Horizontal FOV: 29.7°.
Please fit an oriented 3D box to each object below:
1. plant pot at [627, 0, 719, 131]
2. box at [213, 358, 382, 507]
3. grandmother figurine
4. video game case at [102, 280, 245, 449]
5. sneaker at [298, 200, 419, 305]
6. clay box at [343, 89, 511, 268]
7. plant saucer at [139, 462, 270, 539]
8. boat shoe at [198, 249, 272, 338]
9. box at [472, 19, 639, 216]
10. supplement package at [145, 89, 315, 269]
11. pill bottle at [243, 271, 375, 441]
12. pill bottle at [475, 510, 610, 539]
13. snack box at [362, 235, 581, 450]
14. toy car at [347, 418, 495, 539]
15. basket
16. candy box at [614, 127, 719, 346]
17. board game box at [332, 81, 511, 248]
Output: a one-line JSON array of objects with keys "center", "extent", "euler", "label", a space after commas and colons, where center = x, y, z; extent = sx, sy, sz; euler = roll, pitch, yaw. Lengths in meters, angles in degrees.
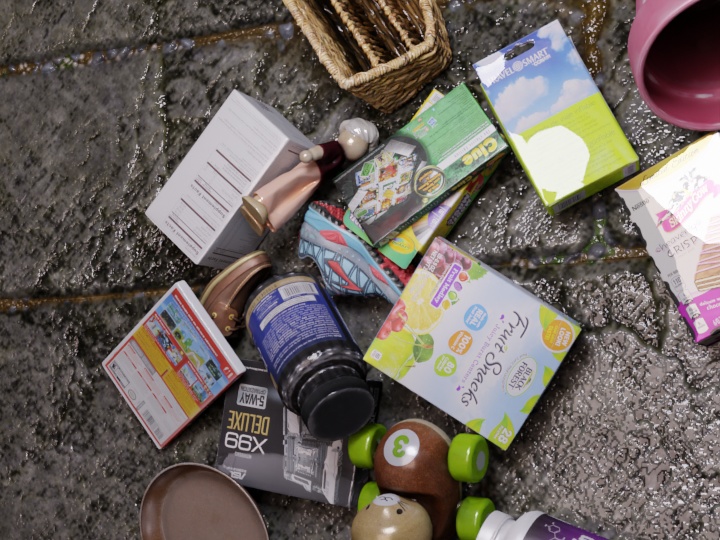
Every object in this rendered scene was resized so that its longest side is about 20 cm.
[{"center": [0.379, -0.284, 1.469], "extent": [0.199, 0.200, 0.180], "euler": [-24, 45, 21], "label": "plant pot"}, {"center": [-0.080, 0.201, 1.703], "extent": [0.199, 0.050, 0.159], "euler": [8, 87, 26], "label": "box"}, {"center": [-0.058, -0.122, 1.696], "extent": [0.200, 0.121, 0.061], "euler": [-38, 89, -16], "label": "grandmother figurine"}, {"center": [-0.245, 0.125, 1.759], "extent": [0.200, 0.017, 0.143], "euler": [-43, 78, 36], "label": "video game case"}, {"center": [0.000, 0.000, 1.692], "extent": [0.200, 0.079, 0.096], "euler": [41, 118, 29], "label": "sneaker"}, {"center": [0.079, -0.106, 1.658], "extent": [0.115, 0.048, 0.201], "euler": [37, 92, 25], "label": "clay box"}, {"center": [-0.192, 0.335, 1.722], "extent": [0.199, 0.032, 0.202], "euler": [8, 107, 28], "label": "plant saucer"}, {"center": [-0.176, 0.057, 1.762], "extent": [0.200, 0.072, 0.068], "euler": [-47, 72, 20], "label": "boat shoe"}, {"center": [0.228, -0.180, 1.596], "extent": [0.121, 0.048, 0.201], "euler": [-27, 71, 5], "label": "box"}, {"center": [-0.161, -0.112, 1.749], "extent": [0.109, 0.114, 0.200], "euler": [42, 101, 22], "label": "supplement package"}, {"center": [-0.058, 0.103, 1.617], "extent": [0.112, 0.112, 0.200], "euler": [-44, 45, 14], "label": "pill bottle"}, {"center": [0.226, 0.339, 1.504], "extent": [0.199, 0.112, 0.113], "euler": [18, 91, 26], "label": "pill bottle"}, {"center": [0.130, 0.082, 1.578], "extent": [0.199, 0.068, 0.169], "euler": [31, 97, 4], "label": "snack box"}, {"center": [0.037, 0.276, 1.537], "extent": [0.163, 0.200, 0.159], "euler": [3, 112, 30], "label": "toy car"}, {"center": [0.011, -0.319, 1.676], "extent": [0.142, 0.149, 0.201], "euler": [-37, 68, 17], "label": "basket"}, {"center": [0.390, -0.036, 1.505], "extent": [0.136, 0.061, 0.201], "euler": [-32, 70, 19], "label": "candy box"}, {"center": [0.072, -0.126, 1.627], "extent": [0.199, 0.023, 0.105], "euler": [-36, 65, 10], "label": "board game box"}]
